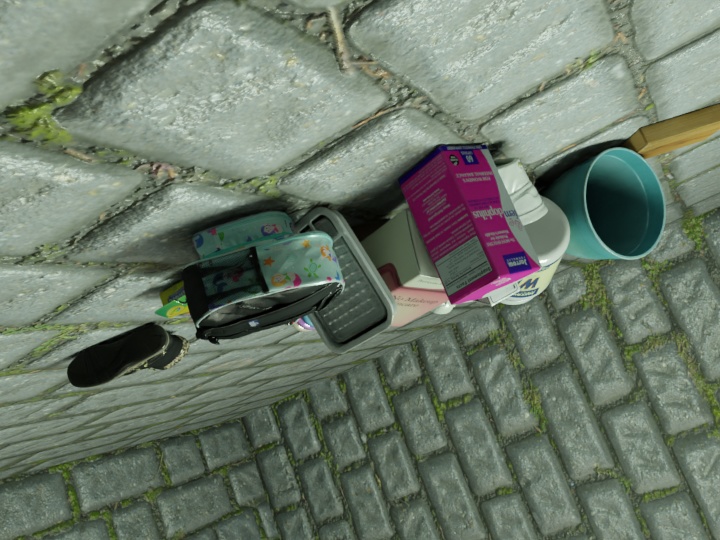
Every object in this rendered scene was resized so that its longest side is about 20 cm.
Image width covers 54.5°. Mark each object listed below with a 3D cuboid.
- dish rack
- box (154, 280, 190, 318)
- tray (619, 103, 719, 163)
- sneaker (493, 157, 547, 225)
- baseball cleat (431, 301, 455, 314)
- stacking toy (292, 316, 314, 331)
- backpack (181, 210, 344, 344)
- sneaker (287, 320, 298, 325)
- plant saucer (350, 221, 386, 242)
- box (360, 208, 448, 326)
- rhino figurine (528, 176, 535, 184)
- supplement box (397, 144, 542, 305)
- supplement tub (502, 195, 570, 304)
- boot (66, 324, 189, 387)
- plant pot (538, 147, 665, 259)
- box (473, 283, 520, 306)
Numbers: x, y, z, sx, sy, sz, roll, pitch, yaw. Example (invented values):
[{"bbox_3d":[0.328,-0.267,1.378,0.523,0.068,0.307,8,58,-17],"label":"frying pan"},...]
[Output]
[{"bbox_3d":[-0.035,0.013,1.042,0.044,0.200,0.172,-28,176,-45],"label":"dish rack"},{"bbox_3d":[-0.232,0.035,1.137,0.117,0.048,0.200,-26,169,23],"label":"box"},{"bbox_3d":[0.584,-0.252,1.299,0.200,0.037,0.099,-17,167,-14],"label":"tray"},{"bbox_3d":[0.179,-0.112,1.088,0.200,0.116,0.074,-18,-163,40],"label":"sneaker"},{"bbox_3d":[0.092,0.034,1.278,0.106,0.070,0.200,13,177,-25],"label":"baseball cleat"},{"bbox_3d":[-0.061,0.074,1.385,0.085,0.086,0.200,-11,179,-40],"label":"stacking toy"},{"bbox_3d":[-0.126,0.007,0.944,0.200,0.151,0.178,-12,168,-1],"label":"backpack"},{"bbox_3d":[-0.093,0.045,1.336,0.095,0.079,0.200,-12,165,-43],"label":"sneaker"},{"bbox_3d":[0.000,0.000,1.216,0.200,0.037,0.201,-17,142,-14],"label":"plant saucer"},{"bbox_3d":[0.067,0.003,1.087,0.128,0.109,0.200,7,153,-35],"label":"box"},{"bbox_3d":[0.192,-0.114,1.180,0.200,0.060,0.087,-21,165,4],"label":"rhino figurine"},{"bbox_3d":[0.151,-0.066,0.982,0.101,0.200,0.103,-11,164,-41],"label":"supplement box"},{"bbox_3d":[0.292,-0.033,1.283,0.145,0.145,0.200,-20,154,-8],"label":"supplement tub"},{"bbox_3d":[-0.428,0.165,1.316,0.200,0.073,0.151,-27,167,3],"label":"boot"},{"bbox_3d":[0.427,-0.108,1.315,0.200,0.201,0.188,-15,180,-28],"label":"plant pot"},{"bbox_3d":[0.182,-0.014,1.206,0.060,0.117,0.200,-27,-166,-15],"label":"box"}]
